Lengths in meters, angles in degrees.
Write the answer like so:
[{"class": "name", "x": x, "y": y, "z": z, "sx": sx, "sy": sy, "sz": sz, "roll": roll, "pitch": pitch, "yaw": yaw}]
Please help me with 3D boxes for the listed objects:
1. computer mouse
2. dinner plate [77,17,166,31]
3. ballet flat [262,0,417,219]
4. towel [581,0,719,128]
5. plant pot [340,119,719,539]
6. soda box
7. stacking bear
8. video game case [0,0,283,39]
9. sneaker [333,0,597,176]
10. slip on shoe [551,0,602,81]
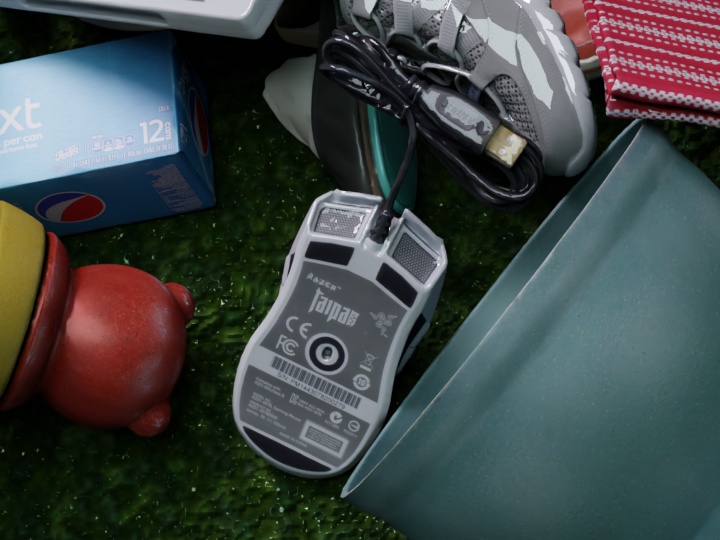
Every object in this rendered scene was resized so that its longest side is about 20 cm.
[{"class": "computer mouse", "x": 0.000, "y": 0.000, "z": 1.092, "sx": 0.109, "sy": 0.044, "sz": 0.201, "roll": 26, "pitch": 115, "yaw": 3}, {"class": "dinner plate", "x": -0.073, "y": -0.196, "z": 1.208, "sx": 0.199, "sy": 0.024, "sz": 0.201, "roll": -14, "pitch": 45, "yaw": 14}, {"class": "ballet flat", "x": -0.007, "y": -0.102, "z": 1.171, "sx": 0.068, "sy": 0.068, "sz": 0.201, "roll": -11, "pitch": 55, "yaw": 21}, {"class": "towel", "x": 0.162, "y": -0.096, "z": 1.056, "sx": 0.144, "sy": 0.023, "sz": 0.200, "roll": 10, "pitch": 25, "yaw": -5}, {"class": "plant pot", "x": 0.105, "y": 0.055, "z": 1.016, "sx": 0.134, "sy": 0.200, "sz": 0.201, "roll": 38, "pitch": 80, "yaw": 0}, {"class": "soda box", "x": -0.173, "y": -0.054, "z": 1.189, "sx": 0.199, "sy": 0.064, "sz": 0.068, "roll": -10, "pitch": 66, "yaw": 9}, {"class": "stacking bear", "x": -0.175, "y": 0.017, "z": 1.113, "sx": 0.199, "sy": 0.114, "sz": 0.122, "roll": 16, "pitch": 62, "yaw": -15}, {"class": "video game case", "x": -0.089, "y": -0.175, "z": 1.130, "sx": 0.199, "sy": 0.018, "sz": 0.144, "roll": 11, "pitch": 64, "yaw": 39}, {"class": "sneaker", "x": 0.027, "y": -0.109, "z": 1.105, "sx": 0.082, "sy": 0.075, "sz": 0.200, "roll": -36, "pitch": 69, "yaw": -14}, {"class": "slip on shoe", "x": 0.070, "y": -0.175, "z": 1.178, "sx": 0.074, "sy": 0.061, "sz": 0.201, "roll": -23, "pitch": 65, "yaw": 3}]
